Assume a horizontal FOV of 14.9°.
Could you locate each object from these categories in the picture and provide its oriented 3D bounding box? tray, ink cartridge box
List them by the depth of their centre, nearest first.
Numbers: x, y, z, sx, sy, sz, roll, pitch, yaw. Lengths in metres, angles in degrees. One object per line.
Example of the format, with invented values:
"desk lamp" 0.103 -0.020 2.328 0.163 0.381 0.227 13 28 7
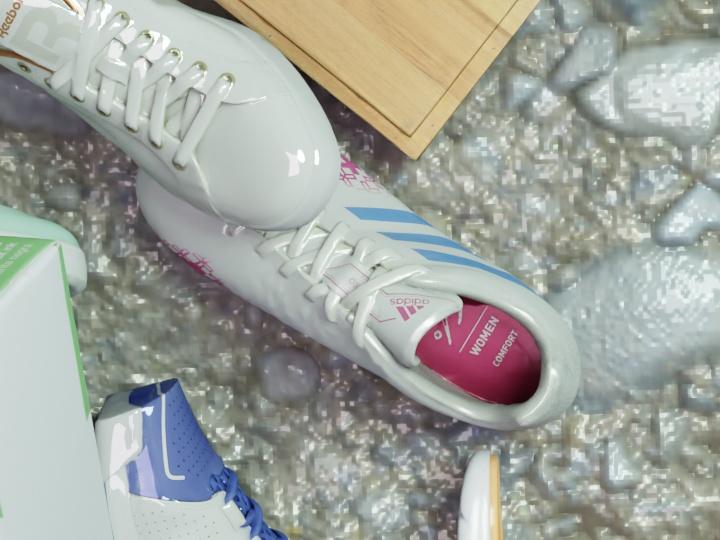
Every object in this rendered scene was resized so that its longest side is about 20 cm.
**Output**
"ink cartridge box" -0.208 0.061 1.048 0.199 0.084 0.147 5 120 21
"tray" -0.025 -0.145 1.108 0.200 0.037 0.099 38 97 0

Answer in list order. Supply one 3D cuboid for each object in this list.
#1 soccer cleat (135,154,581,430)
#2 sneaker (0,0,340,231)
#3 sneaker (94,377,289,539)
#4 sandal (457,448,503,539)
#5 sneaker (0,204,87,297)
"soccer cleat" 0.000 0.000 1.096 0.199 0.086 0.070 28 98 1
"sneaker" -0.099 -0.079 1.066 0.200 0.085 0.073 39 113 20
"sneaker" -0.036 0.133 1.124 0.114 0.081 0.201 -14 102 2
"sandal" 0.070 0.176 1.114 0.059 0.079 0.208 -1 94 7
"sneaker" -0.192 -0.062 1.099 0.199 0.074 0.119 17 74 2
